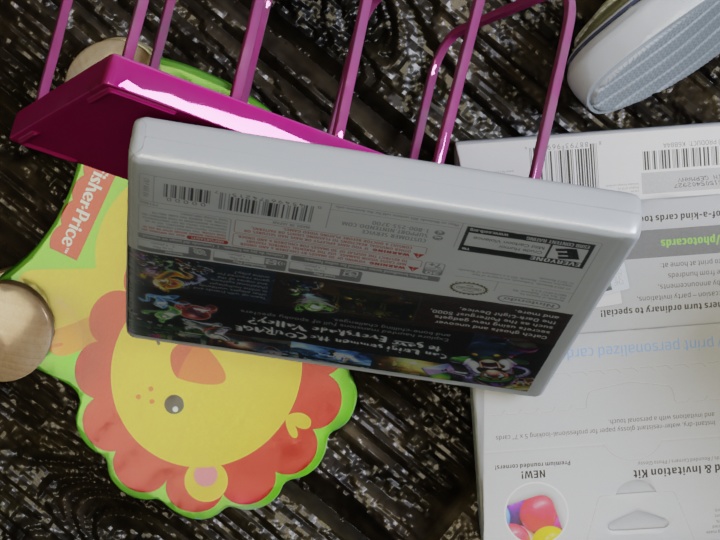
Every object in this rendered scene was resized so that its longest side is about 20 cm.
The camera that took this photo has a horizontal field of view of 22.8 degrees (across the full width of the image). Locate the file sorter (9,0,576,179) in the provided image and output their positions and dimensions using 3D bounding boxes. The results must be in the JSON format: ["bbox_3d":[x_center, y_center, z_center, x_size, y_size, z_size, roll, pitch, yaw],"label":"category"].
[{"bbox_3d":[-0.026,-0.092,0.777,0.199,0.139,0.126,19,77,-23],"label":"file sorter"}]

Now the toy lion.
[{"bbox_3d":[-0.083,0.011,0.867,0.191,0.069,0.201,24,95,-7],"label":"toy lion"}]

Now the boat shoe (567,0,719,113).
[{"bbox_3d":[0.171,-0.155,0.844,0.200,0.072,0.062,-39,68,1],"label":"boat shoe"}]

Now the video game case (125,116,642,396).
[{"bbox_3d":[0.000,0.000,0.759,0.199,0.182,0.023,8,65,-4],"label":"video game case"}]

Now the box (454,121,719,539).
[{"bbox_3d":[0.128,0.032,0.867,0.155,0.041,0.201,-5,94,3],"label":"box"}]
